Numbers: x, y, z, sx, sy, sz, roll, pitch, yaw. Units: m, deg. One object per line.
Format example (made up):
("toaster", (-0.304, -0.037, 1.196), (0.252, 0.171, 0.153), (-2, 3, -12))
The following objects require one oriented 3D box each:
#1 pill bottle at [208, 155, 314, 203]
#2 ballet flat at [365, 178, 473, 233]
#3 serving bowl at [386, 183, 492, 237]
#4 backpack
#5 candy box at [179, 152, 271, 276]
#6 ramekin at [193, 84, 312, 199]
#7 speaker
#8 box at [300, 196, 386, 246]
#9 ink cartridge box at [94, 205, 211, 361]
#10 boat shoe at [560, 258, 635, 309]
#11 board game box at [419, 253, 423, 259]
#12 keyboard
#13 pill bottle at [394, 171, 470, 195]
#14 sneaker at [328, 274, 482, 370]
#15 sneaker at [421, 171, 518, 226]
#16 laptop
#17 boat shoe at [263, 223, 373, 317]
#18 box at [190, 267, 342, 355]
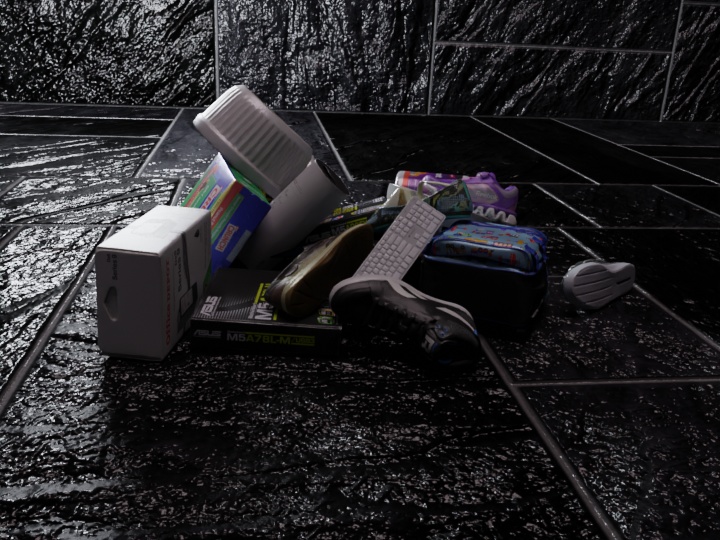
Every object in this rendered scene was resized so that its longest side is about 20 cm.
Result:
("pill bottle", (-0.183, -0.159, 1.386), (0.200, 0.114, 0.114), (-4, 20, -2))
("ballet flat", (0.087, -0.102, 1.126), (0.200, 0.074, 0.074), (-7, 10, 39))
("serving bowl", (0.135, -0.095, 1.329), (0.200, 0.066, 0.200), (20, 6, -2))
("backpack", (0.195, -0.003, 1.079), (0.182, 0.135, 0.200), (11, 20, 24))
("candy box", (-0.234, -0.082, 1.168), (0.077, 0.169, 0.200), (34, 7, -28))
("ramekin", (-0.173, -0.221, 1.232), (0.200, 0.105, 0.200), (43, 4, -4))
("speaker", (-0.112, -0.085, 1.166), (0.081, 0.200, 0.081), (44, 14, -14))
("box", (-0.024, -0.084, 1.301), (0.160, 0.044, 0.200), (-15, 11, 3))
("ink cartridge box", (-0.265, 0.011, 0.958), (0.084, 0.146, 0.200), (6, 21, 5))
("boat shoe", (0.362, 0.019, 1.154), (0.071, 0.072, 0.200), (9, 9, 43))
("board game box", (0.122, -0.042, 1.344), (0.200, 0.019, 0.103), (2, 18, -3))
("keyboard", (0.043, -0.016, 1.001), (0.056, 0.011, 0.200), (32, 70, 12))
("pill bottle", (0.171, -0.141, 1.489), (0.200, 0.112, 0.111), (6, 20, 8))
("sneaker", (0.062, 0.067, 0.909), (0.200, 0.073, 0.112), (14, 20, -13))
("sneaker", (0.215, -0.152, 1.390), (0.200, 0.089, 0.080), (18, 6, -7))
("laptop", (0.000, 0.000, 1.158), (0.200, 0.116, 0.187), (45, 22, 22))
("boat shoe", (-0.053, -0.011, 0.986), (0.065, 0.073, 0.200), (14, 35, 31))
("box", (-0.121, 0.052, 1.008), (0.193, 0.048, 0.200), (6, 19, -2))
